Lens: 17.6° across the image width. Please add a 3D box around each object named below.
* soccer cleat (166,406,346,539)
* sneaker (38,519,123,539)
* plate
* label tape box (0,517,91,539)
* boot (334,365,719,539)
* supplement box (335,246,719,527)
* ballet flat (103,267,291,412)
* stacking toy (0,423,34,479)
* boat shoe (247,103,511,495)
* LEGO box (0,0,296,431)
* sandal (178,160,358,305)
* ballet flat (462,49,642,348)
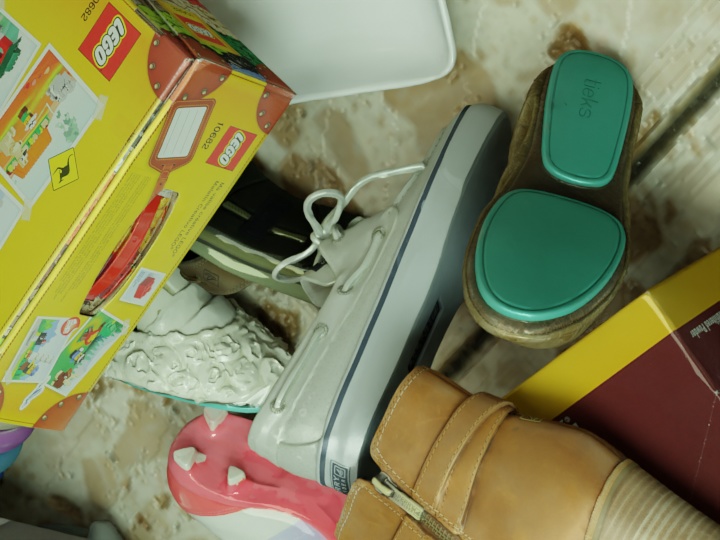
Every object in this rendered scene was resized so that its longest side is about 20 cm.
[{"bbox_3d":[-0.009,0.133,1.160,0.199,0.067,0.077,25,151,19],"label":"soccer cleat"},{"bbox_3d":[-0.190,0.201,1.274,0.200,0.075,0.116,-36,79,21],"label":"sneaker"},{"bbox_3d":[-0.054,-0.177,1.118,0.199,0.032,0.201,-8,98,30],"label":"plate"},{"bbox_3d":[-0.244,0.194,1.212,0.199,0.063,0.145,11,102,17],"label":"label tape box"},{"bbox_3d":[0.051,0.151,0.967,0.154,0.074,0.201,29,102,20],"label":"boot"},{"bbox_3d":[0.140,0.127,1.028,0.197,0.133,0.200,-39,82,31],"label":"supplement box"},{"bbox_3d":[-0.123,0.019,1.180,0.199,0.072,0.072,13,109,24],"label":"ballet flat"},{"bbox_3d":[-0.238,0.116,1.273,0.085,0.085,0.200,40,123,15],"label":"stacking toy"},{"bbox_3d":[0.000,0.003,1.055,0.086,0.075,0.202,16,66,18],"label":"boat shoe"},{"bbox_3d":[-0.148,-0.051,1.091,0.149,0.077,0.200,45,107,32],"label":"LEGO box"},{"bbox_3d":[-0.061,-0.012,1.141,0.201,0.080,0.057,29,129,20],"label":"sandal"},{"bbox_3d":[0.080,-0.015,1.002,0.068,0.200,0.073,15,130,1],"label":"ballet flat"}]
